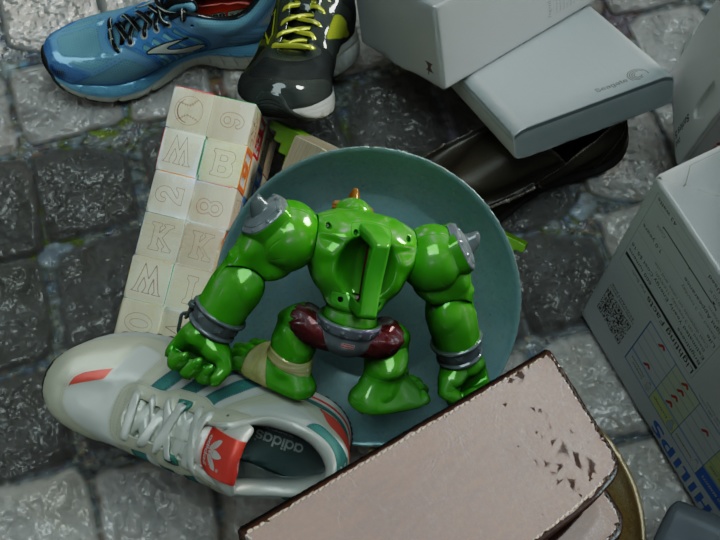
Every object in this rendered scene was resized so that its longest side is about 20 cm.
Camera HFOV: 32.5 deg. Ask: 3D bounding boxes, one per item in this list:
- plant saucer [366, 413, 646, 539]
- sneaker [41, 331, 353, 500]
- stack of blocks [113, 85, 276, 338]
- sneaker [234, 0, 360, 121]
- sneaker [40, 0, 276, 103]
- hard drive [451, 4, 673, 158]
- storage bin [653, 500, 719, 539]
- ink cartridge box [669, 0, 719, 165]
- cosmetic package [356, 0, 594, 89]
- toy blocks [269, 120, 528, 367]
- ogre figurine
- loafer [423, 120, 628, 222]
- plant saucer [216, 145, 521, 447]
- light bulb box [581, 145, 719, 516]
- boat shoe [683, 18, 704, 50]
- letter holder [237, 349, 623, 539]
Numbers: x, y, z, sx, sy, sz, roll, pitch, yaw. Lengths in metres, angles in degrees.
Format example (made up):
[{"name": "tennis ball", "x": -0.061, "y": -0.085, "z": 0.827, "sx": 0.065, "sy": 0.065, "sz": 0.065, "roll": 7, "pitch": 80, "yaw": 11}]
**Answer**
[{"name": "plant saucer", "x": 0.090, "y": 0.174, "z": 0.828, "sx": 0.196, "sy": 0.036, "sz": 0.203, "roll": 1, "pitch": 66, "yaw": -2}, {"name": "sneaker", "x": -0.097, "y": 0.090, "z": 0.743, "sx": 0.197, "sy": 0.093, "sz": 0.071, "roll": 17, "pitch": 96, "yaw": -6}, {"name": "stack of blocks", "x": -0.115, "y": -0.011, "z": 0.857, "sx": 0.058, "sy": 0.115, "sz": 0.203, "roll": 13, "pitch": 83, "yaw": 4}, {"name": "sneaker", "x": -0.046, "y": -0.174, "z": 0.910, "sx": 0.073, "sy": 0.086, "sz": 0.201, "roll": 6, "pitch": 30, "yaw": 7}, {"name": "sneaker", "x": -0.152, "y": -0.196, "z": 0.954, "sx": 0.197, "sy": 0.090, "sz": 0.079, "roll": -17, "pitch": 67, "yaw": -9}, {"name": "hard drive", "x": 0.129, "y": -0.166, "z": 0.945, "sx": 0.130, "sy": 0.027, "sz": 0.201, "roll": -21, "pitch": 43, "yaw": -12}, {"name": "storage bin", "x": 0.221, "y": 0.242, "z": 0.750, "sx": 0.133, "sy": 0.145, "sz": 0.202, "roll": 26, "pitch": 85, "yaw": 24}, {"name": "ink cartridge box", "x": 0.331, "y": -0.133, "z": 0.856, "sx": 0.196, "sy": 0.146, "sz": 0.085, "roll": 1, "pitch": 69, "yaw": -5}, {"name": "cosmetic package", "x": 0.102, "y": -0.228, "z": 0.945, "sx": 0.199, "sy": 0.072, "sz": 0.101, "roll": -33, "pitch": 46, "yaw": -23}, {"name": "toy blocks", "x": 0.000, "y": 0.000, "z": 0.864, "sx": 0.198, "sy": 0.100, "sz": 0.138, "roll": 25, "pitch": 100, "yaw": 7}, {"name": "ogre figurine", "x": -0.005, "y": 0.020, "z": 0.738, "sx": 0.197, "sy": 0.122, "sz": 0.098, "roll": 16, "pitch": 23, "yaw": 2}, {"name": "loafer", "x": 0.116, "y": -0.091, "z": 0.930, "sx": 0.198, "sy": 0.072, "sz": 0.074, "roll": -26, "pitch": 69, "yaw": -14}, {"name": "plant saucer", "x": 0.005, "y": 0.015, "z": 0.807, "sx": 0.197, "sy": 0.039, "sz": 0.204, "roll": 1, "pitch": 109, "yaw": 4}, {"name": "light bulb box", "x": 0.263, "y": 0.043, "z": 0.807, "sx": 0.123, "sy": 0.201, "sz": 0.200, "roll": -23, "pitch": 68, "yaw": -14}, {"name": "boat shoe", "x": 0.290, "y": -0.117, "z": 0.955, "sx": 0.073, "sy": 0.065, "sz": 0.205, "roll": 3, "pitch": 66, "yaw": -1}, {"name": "letter holder", "x": 0.052, "y": 0.164, "z": 0.683, "sx": 0.198, "sy": 0.101, "sz": 0.143, "roll": -28, "pitch": 72, "yaw": -14}]
